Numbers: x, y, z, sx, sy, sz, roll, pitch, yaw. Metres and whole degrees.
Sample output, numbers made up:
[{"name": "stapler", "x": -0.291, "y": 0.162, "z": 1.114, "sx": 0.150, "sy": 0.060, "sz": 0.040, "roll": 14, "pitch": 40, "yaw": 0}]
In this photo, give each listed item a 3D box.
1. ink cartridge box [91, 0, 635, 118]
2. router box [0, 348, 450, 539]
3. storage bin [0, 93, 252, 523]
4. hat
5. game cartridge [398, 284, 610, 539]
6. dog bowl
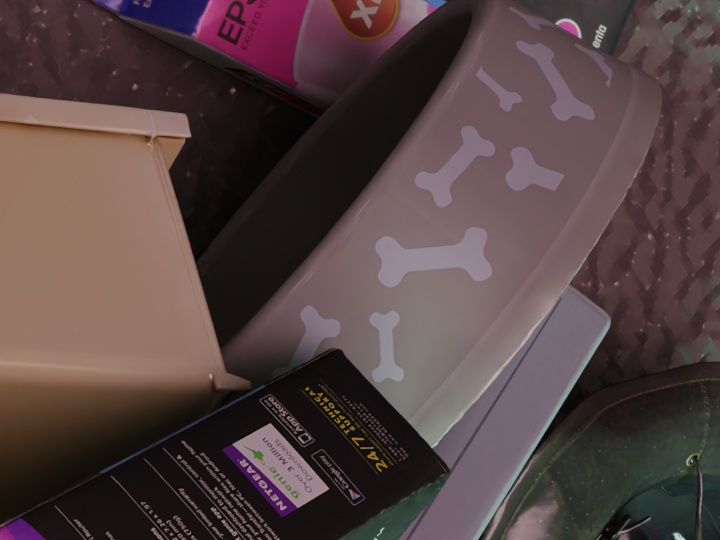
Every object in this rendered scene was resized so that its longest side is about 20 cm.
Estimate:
[{"name": "ink cartridge box", "x": -0.002, "y": -0.098, "z": 0.931, "sx": 0.200, "sy": 0.037, "sz": 0.095, "roll": 25, "pitch": 85, "yaw": -29}, {"name": "router box", "x": -0.079, "y": 0.119, "z": 0.729, "sx": 0.051, "sy": 0.200, "sz": 0.149, "roll": 46, "pitch": 33, "yaw": 12}, {"name": "storage bin", "x": -0.164, "y": 0.047, "z": 0.768, "sx": 0.200, "sy": 0.094, "sz": 0.199, "roll": 5, "pitch": 139, "yaw": -32}, {"name": "hat", "x": 0.087, "y": 0.119, "z": 0.983, "sx": 0.200, "sy": 0.081, "sz": 0.201, "roll": -5, "pitch": 98, "yaw": -40}, {"name": "game cartridge", "x": 0.014, "y": 0.081, "z": 0.874, "sx": 0.041, "sy": 0.200, "sz": 0.133, "roll": 36, "pitch": 61, "yaw": 5}, {"name": "dog bowl", "x": 0.000, "y": 0.000, "z": 0.840, "sx": 0.059, "sy": 0.200, "sz": 0.200, "roll": 41, "pitch": 75, "yaw": -10}]
